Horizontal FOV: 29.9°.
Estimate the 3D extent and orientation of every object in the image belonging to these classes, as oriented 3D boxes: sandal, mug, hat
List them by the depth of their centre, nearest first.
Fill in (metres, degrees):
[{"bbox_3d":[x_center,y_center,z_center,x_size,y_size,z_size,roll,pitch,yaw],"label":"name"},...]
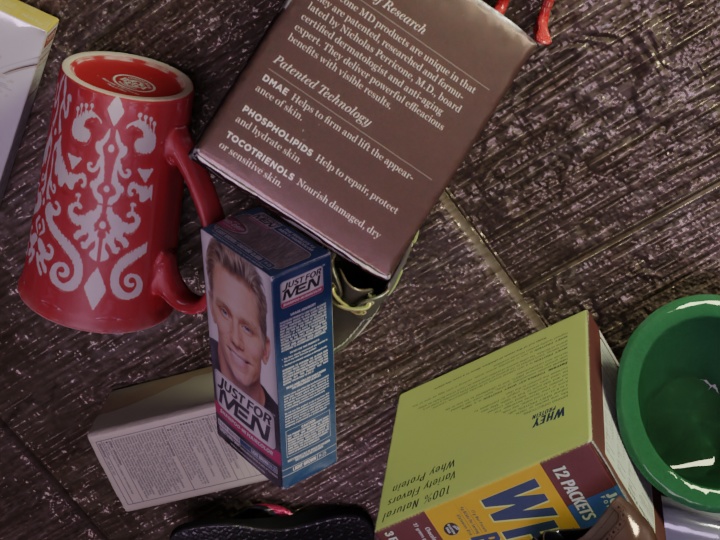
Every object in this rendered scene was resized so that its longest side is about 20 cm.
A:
[{"bbox_3d":[-0.184,-0.064,1.115,0.176,0.134,0.201,10,115,-5],"label":"mug"},{"bbox_3d":[0.278,0.135,1.163,0.164,0.176,0.202,-3,79,-6],"label":"hat"},{"bbox_3d":[-0.086,0.258,1.318,0.198,0.045,0.076,-5,123,-5],"label":"sandal"}]

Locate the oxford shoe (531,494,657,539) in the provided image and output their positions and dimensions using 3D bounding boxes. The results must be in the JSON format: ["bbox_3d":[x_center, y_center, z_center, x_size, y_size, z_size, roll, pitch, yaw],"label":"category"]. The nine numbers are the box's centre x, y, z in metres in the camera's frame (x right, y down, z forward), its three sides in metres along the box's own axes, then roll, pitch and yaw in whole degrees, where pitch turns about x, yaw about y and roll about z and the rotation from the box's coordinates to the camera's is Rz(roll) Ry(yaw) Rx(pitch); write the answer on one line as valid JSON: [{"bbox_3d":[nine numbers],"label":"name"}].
[{"bbox_3d":[0.145,0.239,1.037,0.200,0.071,0.073,-37,80,27],"label":"oxford shoe"}]

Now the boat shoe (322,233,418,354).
[{"bbox_3d":[-0.003,-0.001,1.152,0.072,0.060,0.202,25,118,-6],"label":"boat shoe"}]

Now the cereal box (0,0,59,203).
[{"bbox_3d":[-0.351,-0.150,1.136,0.143,0.040,0.201,23,119,-4],"label":"cereal box"}]

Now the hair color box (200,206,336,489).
[{"bbox_3d":[-0.072,0.062,1.075,0.100,0.060,0.201,31,133,43],"label":"hair color box"}]

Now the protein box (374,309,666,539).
[{"bbox_3d":[0.138,0.172,1.143,0.198,0.200,0.135,-27,111,20],"label":"protein box"}]

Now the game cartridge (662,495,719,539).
[{"bbox_3d":[0.268,0.298,1.279,0.132,0.042,0.201,14,122,8],"label":"game cartridge"}]

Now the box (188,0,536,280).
[{"bbox_3d":[-0.006,-0.123,0.990,0.164,0.166,0.201,32,89,-9],"label":"box"}]

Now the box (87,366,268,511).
[{"bbox_3d":[-0.136,0.145,1.239,0.199,0.078,0.096,-14,114,15],"label":"box"}]

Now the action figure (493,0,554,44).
[{"bbox_3d":[0.147,-0.258,0.977,0.065,0.099,0.201,17,116,-2],"label":"action figure"}]
